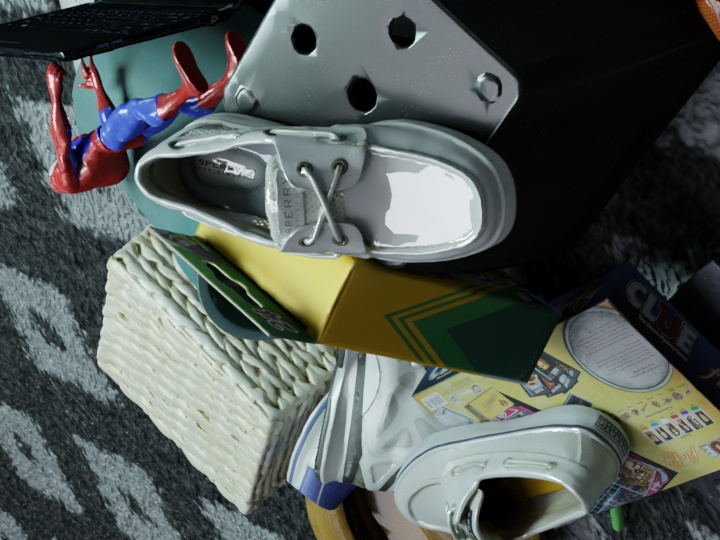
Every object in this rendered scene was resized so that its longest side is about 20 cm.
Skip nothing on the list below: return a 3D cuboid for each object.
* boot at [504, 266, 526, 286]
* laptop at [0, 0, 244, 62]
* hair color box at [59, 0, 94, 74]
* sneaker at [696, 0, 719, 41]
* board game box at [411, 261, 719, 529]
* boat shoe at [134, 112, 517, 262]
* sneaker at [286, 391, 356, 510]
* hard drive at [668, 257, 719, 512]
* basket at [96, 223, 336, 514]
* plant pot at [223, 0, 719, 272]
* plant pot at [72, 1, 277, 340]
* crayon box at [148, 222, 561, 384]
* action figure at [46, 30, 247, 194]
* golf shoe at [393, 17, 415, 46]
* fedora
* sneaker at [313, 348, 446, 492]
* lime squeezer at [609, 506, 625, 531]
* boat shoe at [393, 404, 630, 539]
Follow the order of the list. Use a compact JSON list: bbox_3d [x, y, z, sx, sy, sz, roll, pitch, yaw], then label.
[{"bbox_3d":[0.090,0.017,1.221,0.175,0.066,0.200,49,169,29],"label":"boot"},{"bbox_3d":[-0.158,-0.207,1.225,0.177,0.199,0.104,11,115,51],"label":"laptop"},{"bbox_3d":[-0.171,-0.173,1.458,0.100,0.060,0.201,34,147,31],"label":"hair color box"},{"bbox_3d":[0.214,-0.101,0.960,0.200,0.073,0.077,55,160,-3],"label":"sneaker"},{"bbox_3d":[0.139,0.082,1.168,0.135,0.035,0.200,44,143,-12],"label":"board game box"},{"bbox_3d":[-0.022,-0.035,0.929,0.199,0.069,0.071,6,107,32],"label":"boat shoe"},{"bbox_3d":[0.041,0.104,1.369,0.115,0.200,0.081,38,-165,15],"label":"sneaker"},{"bbox_3d":[0.233,0.072,1.167,0.135,0.042,0.200,45,153,12],"label":"hard drive"},{"bbox_3d":[-0.087,0.047,1.493,0.200,0.161,0.198,45,153,15],"label":"basket"},{"bbox_3d":[0.047,-0.113,1.008,0.200,0.177,0.200,45,128,13],"label":"plant pot"},{"bbox_3d":[-0.084,-0.089,1.310,0.196,0.200,0.201,41,152,34],"label":"plant pot"},{"bbox_3d":[0.000,0.000,1.049,0.126,0.199,0.052,39,109,43],"label":"crayon box"},{"bbox_3d":[-0.153,-0.114,1.202,0.200,0.065,0.099,-34,77,46],"label":"action figure"},{"bbox_3d":[0.079,-0.131,1.141,0.200,0.078,0.095,44,135,9],"label":"golf shoe"},{"bbox_3d":[0.055,0.175,1.483,0.200,0.082,0.201,10,118,18],"label":"fedora"},{"bbox_3d":[0.041,0.062,1.297,0.115,0.076,0.201,12,113,3],"label":"sneaker"},{"bbox_3d":[0.152,0.113,1.344,0.071,0.038,0.200,0,124,56],"label":"lime squeezer"},{"bbox_3d":[0.081,0.141,1.190,0.071,0.070,0.200,48,142,-18],"label":"boat shoe"}]
